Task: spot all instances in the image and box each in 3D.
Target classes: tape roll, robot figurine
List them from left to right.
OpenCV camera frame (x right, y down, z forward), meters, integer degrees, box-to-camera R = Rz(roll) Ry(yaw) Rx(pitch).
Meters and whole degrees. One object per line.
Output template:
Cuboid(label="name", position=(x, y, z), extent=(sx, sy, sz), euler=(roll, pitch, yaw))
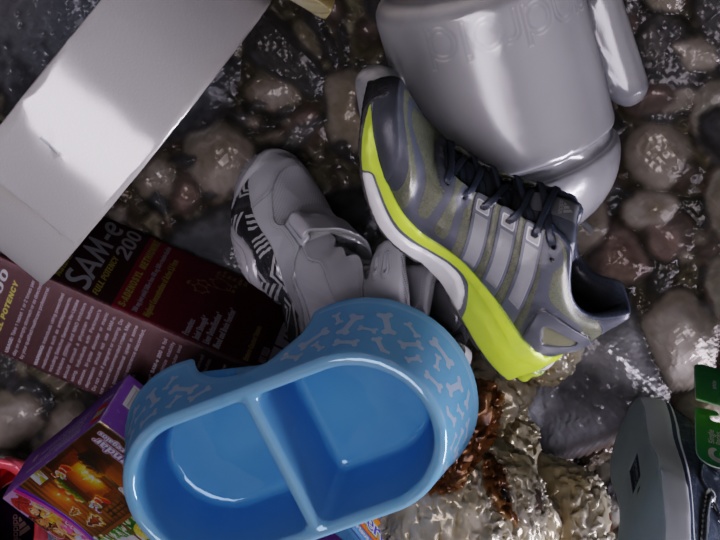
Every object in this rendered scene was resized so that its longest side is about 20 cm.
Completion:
Cuboid(label="tape roll", position=(-0.135, -0.091, 1.219), extent=(0.071, 0.203, 0.203), euler=(40, 111, -8))
Cuboid(label="robot figurine", position=(0.076, -0.099, 1.233), extent=(0.169, 0.113, 0.201), euler=(-21, 109, -13))

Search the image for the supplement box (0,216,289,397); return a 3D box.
Cuboid(label="supplement box", position=(-0.124, 0.030, 1.314), extent=(0.199, 0.109, 0.061), euler=(23, 114, -2))

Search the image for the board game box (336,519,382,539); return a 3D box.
Cuboid(label="board game box", position=(-0.049, 0.198, 1.401), extent=(0.152, 0.045, 0.200), euler=(-34, 104, 19))

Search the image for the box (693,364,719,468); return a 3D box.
Cuboid(label="box", position=(0.284, 0.061, 1.264), extent=(0.199, 0.117, 0.049), euler=(-7, 116, 10))

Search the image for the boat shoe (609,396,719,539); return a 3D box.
Cuboid(label="boat shoe", position=(0.193, 0.135, 1.262), extent=(0.090, 0.200, 0.071), euler=(19, 113, -4))

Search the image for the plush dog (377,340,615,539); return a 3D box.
Cuboid(label="plush dog", position=(0.055, 0.121, 1.288), extent=(0.160, 0.172, 0.201), euler=(-7, 111, 11))

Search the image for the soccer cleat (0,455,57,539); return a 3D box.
Cuboid(label="soccer cleat", position=(-0.204, 0.208, 1.358), extent=(0.066, 0.077, 0.201), euler=(-10, 65, 9))

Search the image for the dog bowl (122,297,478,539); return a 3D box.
Cuboid(label="dog bowl", position=(-0.037, 0.090, 1.184), extent=(0.199, 0.050, 0.112), euler=(-21, 108, 18))

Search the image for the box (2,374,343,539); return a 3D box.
Cuboid(label="box", position=(-0.093, 0.155, 1.306), extent=(0.200, 0.039, 0.137), euler=(39, 142, -11))

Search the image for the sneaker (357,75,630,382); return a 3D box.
Cuboid(label="sneaker", position=(0.068, -0.029, 1.164), extent=(0.081, 0.074, 0.200), euler=(-22, 127, 26))

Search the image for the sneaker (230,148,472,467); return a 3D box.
Cuboid(label="sneaker", position=(0.000, 0.000, 1.251), extent=(0.115, 0.201, 0.075), euler=(-36, 145, 31))

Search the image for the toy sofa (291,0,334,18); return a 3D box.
Cuboid(label="toy sofa", position=(-0.008, -0.236, 1.151), extent=(0.097, 0.083, 0.200), euler=(27, 125, -15))
